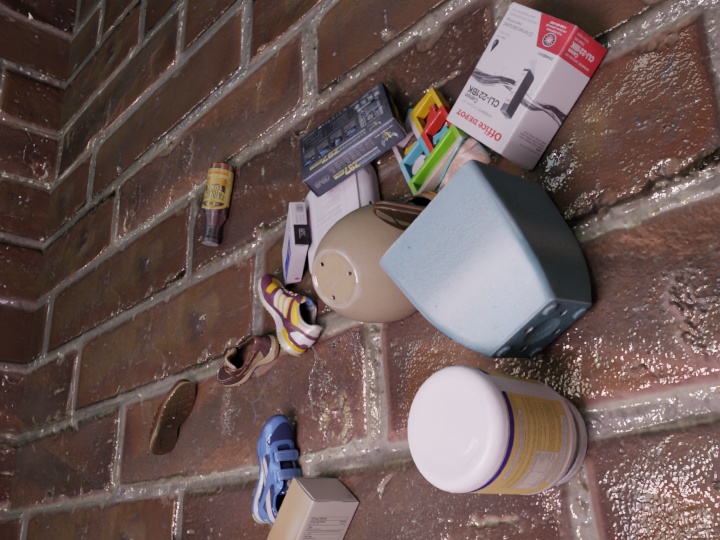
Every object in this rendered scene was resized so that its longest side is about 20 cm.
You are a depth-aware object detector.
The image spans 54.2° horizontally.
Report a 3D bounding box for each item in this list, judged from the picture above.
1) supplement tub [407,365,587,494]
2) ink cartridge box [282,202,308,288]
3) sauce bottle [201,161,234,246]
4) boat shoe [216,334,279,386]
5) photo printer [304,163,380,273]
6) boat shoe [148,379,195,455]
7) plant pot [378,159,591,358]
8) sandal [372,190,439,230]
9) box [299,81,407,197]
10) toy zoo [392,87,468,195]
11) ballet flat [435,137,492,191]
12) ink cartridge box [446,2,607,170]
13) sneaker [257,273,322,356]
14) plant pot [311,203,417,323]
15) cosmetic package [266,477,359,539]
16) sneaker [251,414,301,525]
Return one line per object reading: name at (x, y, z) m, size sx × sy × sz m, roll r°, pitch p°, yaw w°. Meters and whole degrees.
supplement tub at (0.172, 0.200, 0.868) m, size 0.145 × 0.200 × 0.146 m, roll -20°, pitch 62°, yaw 44°
ink cartridge box at (-0.131, -0.043, 1.392) m, size 0.200 × 0.037 × 0.095 m, roll 115°, pitch 152°, yaw -60°
sauce bottle at (-0.347, -0.159, 1.700) m, size 0.066 × 0.066 × 0.200 m, roll -9°, pitch 72°, yaw 47°
boat shoe at (-0.253, 0.184, 1.466) m, size 0.200 × 0.072 × 0.072 m, roll -32°, pitch 55°, yaw 39°
photo printer at (-0.034, -0.100, 1.311) m, size 0.166 × 0.069 × 0.200 m, roll -32°, pitch 55°, yaw 39°
boat shoe at (-0.448, 0.333, 1.643) m, size 0.068 × 0.072 × 0.200 m, roll 42°, pitch 112°, yaw 45°
plant pot at (0.187, 0.007, 0.938) m, size 0.196 × 0.196 × 0.200 m, roll -48°, pitch 56°, yaw 27°
sandal at (0.119, -0.093, 1.059) m, size 0.200 × 0.082 × 0.055 m, roll 0°, pitch 71°, yaw 5°
box at (-0.018, -0.240, 1.283) m, size 0.200 × 0.051 × 0.158 m, roll -33°, pitch 34°, yaw 16°
toy zoo at (0.111, -0.223, 1.197) m, size 0.131 × 0.020 × 0.200 m, roll -53°, pitch 34°, yaw 29°
ballet flat at (0.143, -0.116, 1.108) m, size 0.067 × 0.068 × 0.200 m, roll 36°, pitch 134°, yaw 8°
ink cartridge box at (0.239, -0.271, 1.042) m, size 0.144 × 0.084 × 0.200 m, roll 47°, pitch 114°, yaw 46°
sneaker at (-0.132, 0.068, 1.375) m, size 0.090 × 0.075 × 0.200 m, roll -44°, pitch 54°, yaw 20°
plant pot at (0.000, 0.000, 1.130) m, size 0.200 × 0.134 × 0.200 m, roll 11°, pitch 109°, yaw 35°
cosmetic package at (-0.094, 0.449, 1.169) m, size 0.071 × 0.105 × 0.200 m, roll 32°, pitch 100°, yaw 49°
sneaker at (-0.143, 0.365, 1.283) m, size 0.082 × 0.074 × 0.200 m, roll -3°, pitch 82°, yaw 47°
